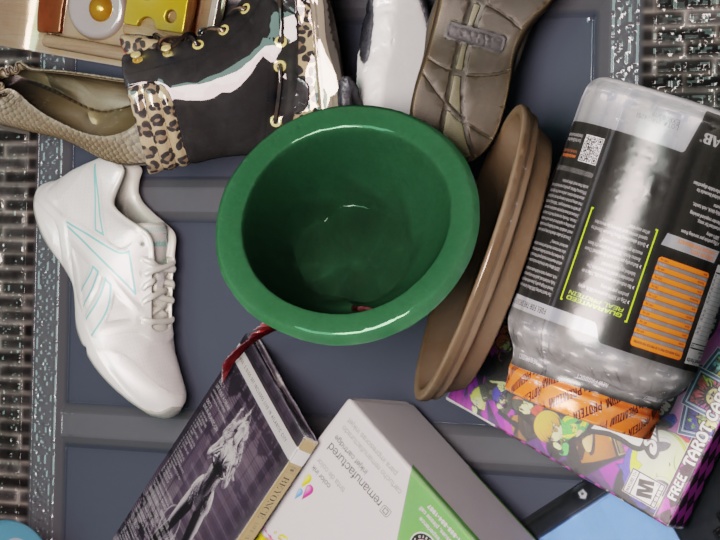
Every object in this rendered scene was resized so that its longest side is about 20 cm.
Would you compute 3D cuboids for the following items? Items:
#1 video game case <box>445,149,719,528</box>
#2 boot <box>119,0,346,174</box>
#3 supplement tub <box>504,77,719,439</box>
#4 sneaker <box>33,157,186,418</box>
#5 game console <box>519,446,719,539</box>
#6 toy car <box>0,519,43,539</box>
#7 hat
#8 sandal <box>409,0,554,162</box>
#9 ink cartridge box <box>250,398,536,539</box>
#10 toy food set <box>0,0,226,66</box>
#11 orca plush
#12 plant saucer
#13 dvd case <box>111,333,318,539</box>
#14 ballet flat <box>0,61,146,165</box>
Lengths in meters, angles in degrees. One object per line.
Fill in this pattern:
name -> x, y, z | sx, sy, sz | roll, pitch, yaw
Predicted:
video game case -> 0.173, 0.036, 1.476 | 0.181, 0.036, 0.201 | 30, 98, 29
boot -> -0.091, -0.166, 1.577 | 0.150, 0.073, 0.201 | -11, 96, 3
supplement tub -> 0.164, -0.007, 1.395 | 0.122, 0.122, 0.201 | 21, 92, 26
sneaker -> -0.166, 0.009, 1.644 | 0.080, 0.070, 0.201 | -30, 76, 21
game console -> 0.184, 0.214, 1.482 | 0.200, 0.031, 0.177 | -36, 74, 22
toy car -> -0.345, 0.185, 1.709 | 0.184, 0.176, 0.201 | -42, 43, 34
hat -> 0.000, 0.000, 1.525 | 0.199, 0.176, 0.166 | 18, 72, 23
sandal -> 0.087, -0.165, 1.523 | 0.081, 0.055, 0.201 | 17, 90, 0
ink cartridge box -> 0.000, 0.208, 1.535 | 0.145, 0.084, 0.200 | 47, 111, 28
toy food set -> -0.180, -0.221, 1.660 | 0.199, 0.060, 0.144 | 12, 94, 27
orca plush -> 0.011, -0.129, 1.555 | 0.071, 0.105, 0.201 | -23, 87, 59
plant saucer -> 0.080, -0.008, 1.462 | 0.029, 0.200, 0.201 | 19, 99, -3
dvd case -> -0.107, 0.159, 1.591 | 0.200, 0.016, 0.149 | -57, 30, 13
ballet flat -> -0.197, -0.121, 1.664 | 0.199, 0.046, 0.067 | 13, 56, 30
